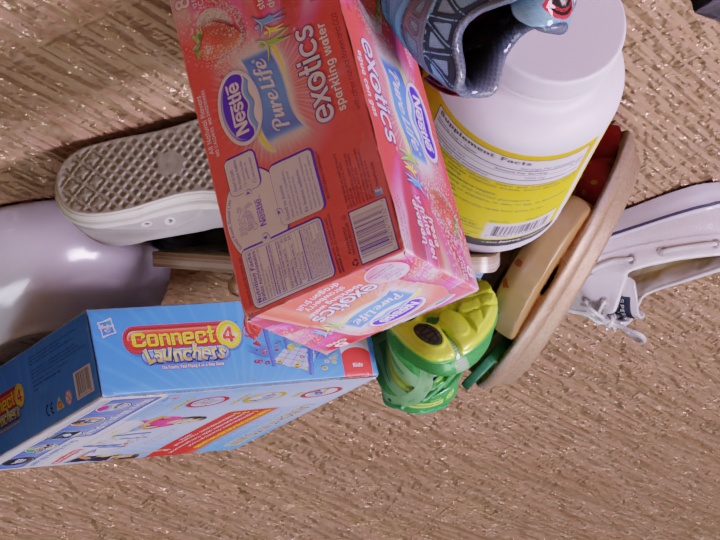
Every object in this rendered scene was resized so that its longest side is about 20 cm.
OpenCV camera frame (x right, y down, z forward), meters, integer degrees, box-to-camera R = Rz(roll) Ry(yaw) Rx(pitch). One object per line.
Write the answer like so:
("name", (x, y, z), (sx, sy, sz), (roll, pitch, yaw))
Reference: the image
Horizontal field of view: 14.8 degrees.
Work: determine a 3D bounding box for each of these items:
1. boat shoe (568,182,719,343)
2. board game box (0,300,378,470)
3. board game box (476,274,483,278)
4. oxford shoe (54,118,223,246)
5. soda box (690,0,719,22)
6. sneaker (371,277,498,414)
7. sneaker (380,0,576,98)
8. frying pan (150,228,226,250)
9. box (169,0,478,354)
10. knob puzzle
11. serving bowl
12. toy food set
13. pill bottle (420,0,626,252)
("boat shoe", (0.182, 0.012, 1.980), (0.202, 0.086, 0.075), (-20, 158, 11))
("board game box", (-0.123, 0.072, 1.760), (0.196, 0.056, 0.200), (-3, 165, -32))
("board game box", (0.018, -0.014, 1.901), (0.200, 0.019, 0.103), (7, 148, -43))
("oxford shoe", (-0.083, -0.055, 1.665), (0.200, 0.075, 0.058), (-9, 154, 2))
("soda box", (0.271, -0.208, 1.534), (0.200, 0.063, 0.071), (-31, 154, 33))
("sneaker", (0.047, 0.048, 1.737), (0.074, 0.084, 0.200), (-15, -174, -9))
("sneaker", (0.097, -0.168, 1.450), (0.079, 0.096, 0.200), (2, 140, -41))
("frying pan", (-0.064, -0.058, 1.720), (0.115, 0.031, 0.190), (-6, 156, -29))
("box", (-0.021, -0.069, 1.495), (0.103, 0.200, 0.095), (-24, 156, 20))
("knob puzzle", (0.000, 0.000, 1.721), (0.219, 0.031, 0.220), (0, -175, 0))
("serving bowl", (-0.215, 0.027, 1.789), (0.200, 0.066, 0.200), (-12, 159, -5))
("toy food set", (0.118, -0.007, 1.804), (0.049, 0.200, 0.198), (29, 141, -2))
("pill bottle", (0.089, -0.099, 1.612), (0.112, 0.113, 0.200), (-9, 157, -15))
